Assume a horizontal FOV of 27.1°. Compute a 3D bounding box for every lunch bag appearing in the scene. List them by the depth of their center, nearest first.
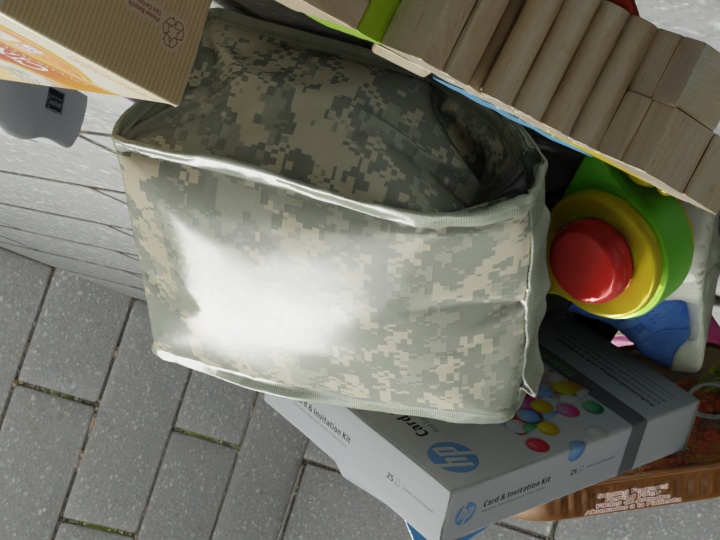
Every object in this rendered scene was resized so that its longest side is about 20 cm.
[{"bbox_3d":[-0.001,-0.017,0.719,0.200,0.118,0.164,17,141,16],"label":"lunch bag"}]

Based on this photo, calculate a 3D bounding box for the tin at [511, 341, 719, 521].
[{"bbox_3d":[0.156,0.097,0.922,0.200,0.112,0.042,-8,133,0],"label":"tin"}]

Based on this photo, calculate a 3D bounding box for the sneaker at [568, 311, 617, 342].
[{"bbox_3d":[0.121,0.011,1.011,0.088,0.074,0.200,17,173,-11],"label":"sneaker"}]

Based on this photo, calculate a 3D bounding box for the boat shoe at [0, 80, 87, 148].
[{"bbox_3d":[-0.220,-0.119,0.903,0.066,0.072,0.200,13,-179,5],"label":"boat shoe"}]

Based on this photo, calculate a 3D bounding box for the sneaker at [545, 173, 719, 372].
[{"bbox_3d":[0.147,0.003,0.862,0.111,0.077,0.200,9,167,17],"label":"sneaker"}]

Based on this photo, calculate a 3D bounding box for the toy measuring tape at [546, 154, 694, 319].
[{"bbox_3d":[0.114,0.014,0.749,0.074,0.074,0.200,19,132,-7],"label":"toy measuring tape"}]

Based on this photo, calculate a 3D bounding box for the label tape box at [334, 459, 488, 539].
[{"bbox_3d":[0.040,0.072,0.983,0.143,0.200,0.066,-28,-173,-28],"label":"label tape box"}]

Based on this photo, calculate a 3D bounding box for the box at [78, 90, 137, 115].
[{"bbox_3d":[-0.109,-0.099,0.877,0.041,0.039,0.200,12,171,32],"label":"box"}]

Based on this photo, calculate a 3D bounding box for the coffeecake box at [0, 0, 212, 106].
[{"bbox_3d":[-0.183,-0.137,0.624,0.200,0.073,0.154,13,172,40],"label":"coffeecake box"}]

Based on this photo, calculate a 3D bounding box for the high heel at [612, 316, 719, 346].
[{"bbox_3d":[0.188,0.043,1.138,0.096,0.067,0.200,31,156,-18],"label":"high heel"}]

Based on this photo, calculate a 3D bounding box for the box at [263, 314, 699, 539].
[{"bbox_3d":[0.070,0.074,0.856,0.200,0.041,0.156,-14,-145,-37],"label":"box"}]

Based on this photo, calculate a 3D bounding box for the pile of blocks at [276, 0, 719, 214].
[{"bbox_3d":[0.044,-0.091,0.505,0.200,0.062,0.082,26,-176,-6],"label":"pile of blocks"}]
